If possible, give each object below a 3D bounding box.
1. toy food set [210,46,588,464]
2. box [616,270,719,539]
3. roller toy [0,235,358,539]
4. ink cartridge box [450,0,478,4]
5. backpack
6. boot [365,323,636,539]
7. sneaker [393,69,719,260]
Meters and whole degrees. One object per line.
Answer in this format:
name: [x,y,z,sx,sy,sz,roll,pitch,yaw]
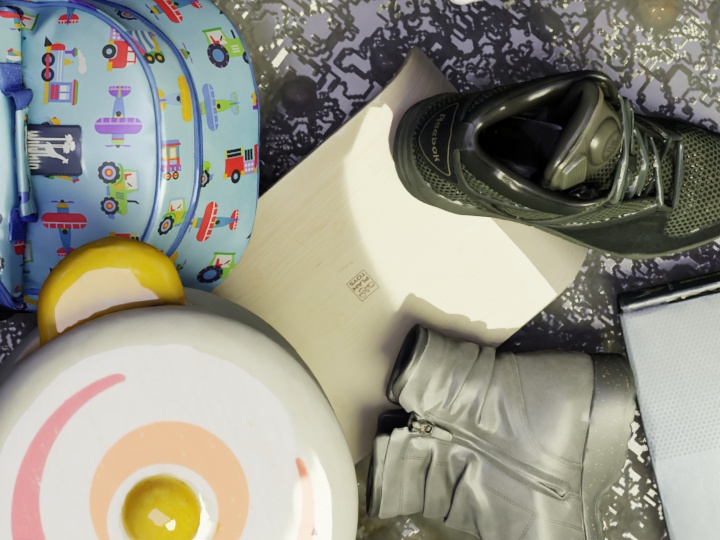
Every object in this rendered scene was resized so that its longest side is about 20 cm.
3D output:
toy food set: [0.000,0.000,1.330,0.200,0.060,0.144,-40,105,9]
box: [0.230,0.093,1.325,0.157,0.051,0.201,-12,97,6]
roller toy: [-0.093,0.101,1.185,0.182,0.140,0.201,26,92,-8]
ink cartridge box: [0.079,-0.243,1.280,0.115,0.067,0.201,-11,97,6]
backpack: [-0.155,-0.061,1.259,0.199,0.134,0.184,5,98,25]
boot: [0.063,0.129,1.318,0.131,0.070,0.201,5,97,-9]
sneaker: [0.127,-0.050,1.260,0.199,0.114,0.077,11,85,-23]
